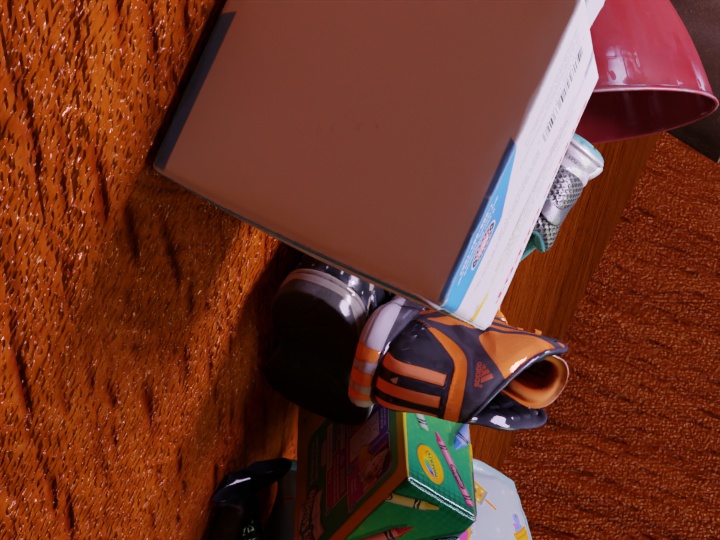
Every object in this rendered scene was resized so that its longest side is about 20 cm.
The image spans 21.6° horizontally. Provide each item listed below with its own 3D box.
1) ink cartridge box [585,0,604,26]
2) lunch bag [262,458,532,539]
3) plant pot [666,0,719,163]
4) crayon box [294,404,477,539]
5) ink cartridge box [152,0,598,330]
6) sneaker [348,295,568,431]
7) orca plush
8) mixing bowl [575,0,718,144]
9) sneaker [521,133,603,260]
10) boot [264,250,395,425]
[{"bbox_3d":[0.089,-0.197,1.057,0.068,0.114,0.201,-56,166,-41],"label":"ink cartridge box"},{"bbox_3d":[0.038,0.226,1.351,0.171,0.198,0.122,-103,-158,-43],"label":"lunch bag"},{"bbox_3d":[0.241,-0.214,1.541,0.188,0.199,0.187,-62,172,-17],"label":"plant pot"},{"bbox_3d":[0.013,0.120,1.233,0.119,0.058,0.201,-48,-157,27],"label":"crayon box"},{"bbox_3d":[0.017,-0.070,0.886,0.148,0.144,0.200,-66,170,-1],"label":"ink cartridge box"},{"bbox_3d":[0.073,0.043,1.120,0.200,0.111,0.078,-51,155,-58],"label":"sneaker"},{"bbox_3d":[-0.067,0.209,1.274,0.105,0.071,0.201,-51,161,-56],"label":"orca plush"},{"bbox_3d":[0.143,-0.155,1.309,0.200,0.198,0.109,39,46,-79],"label":"mixing bowl"},{"bbox_3d":[0.084,-0.039,1.330,0.200,0.077,0.092,-24,-142,59],"label":"sneaker"},{"bbox_3d":[0.001,0.000,1.171,0.204,0.073,0.155,93,20,-66],"label":"boot"}]
